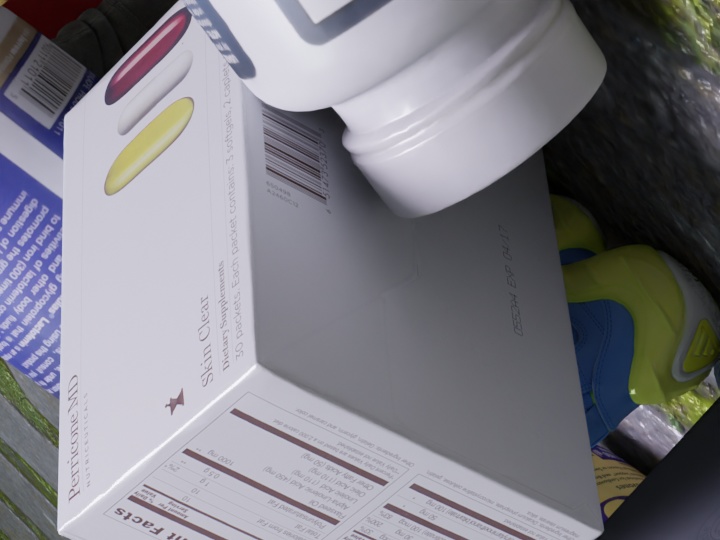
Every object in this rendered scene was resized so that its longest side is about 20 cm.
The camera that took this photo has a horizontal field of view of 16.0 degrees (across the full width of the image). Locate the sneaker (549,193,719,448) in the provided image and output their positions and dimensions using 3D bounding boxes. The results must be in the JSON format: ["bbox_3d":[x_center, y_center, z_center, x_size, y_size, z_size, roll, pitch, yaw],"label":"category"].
[{"bbox_3d":[0.049,0.014,1.026,0.200,0.105,0.076,27,153,53],"label":"sneaker"}]

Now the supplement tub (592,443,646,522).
[{"bbox_3d":[0.123,0.176,1.129,0.200,0.145,0.146,34,159,42],"label":"supplement tub"}]

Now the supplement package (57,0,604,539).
[{"bbox_3d":[-0.016,0.014,0.921,0.155,0.111,0.201,27,-142,-31],"label":"supplement package"}]

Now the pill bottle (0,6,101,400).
[{"bbox_3d":[-0.105,-0.006,1.045,0.200,0.116,0.116,38,166,-11],"label":"pill bottle"}]

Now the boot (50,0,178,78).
[{"bbox_3d":[-0.103,-0.075,1.183,0.068,0.131,0.200,41,163,23],"label":"boot"}]

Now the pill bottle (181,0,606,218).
[{"bbox_3d":[-0.011,-0.123,0.844,0.200,0.119,0.119,54,164,-15],"label":"pill bottle"}]

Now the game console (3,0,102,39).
[{"bbox_3d":[-0.179,-0.167,1.204,0.172,0.119,0.200,34,158,43],"label":"game console"}]

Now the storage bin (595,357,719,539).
[{"bbox_3d":[0.167,0.117,0.892,0.146,0.134,0.200,54,165,-16],"label":"storage bin"}]

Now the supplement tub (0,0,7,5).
[{"bbox_3d":[-0.149,-0.177,0.944,0.144,0.200,0.145,44,164,16],"label":"supplement tub"}]
